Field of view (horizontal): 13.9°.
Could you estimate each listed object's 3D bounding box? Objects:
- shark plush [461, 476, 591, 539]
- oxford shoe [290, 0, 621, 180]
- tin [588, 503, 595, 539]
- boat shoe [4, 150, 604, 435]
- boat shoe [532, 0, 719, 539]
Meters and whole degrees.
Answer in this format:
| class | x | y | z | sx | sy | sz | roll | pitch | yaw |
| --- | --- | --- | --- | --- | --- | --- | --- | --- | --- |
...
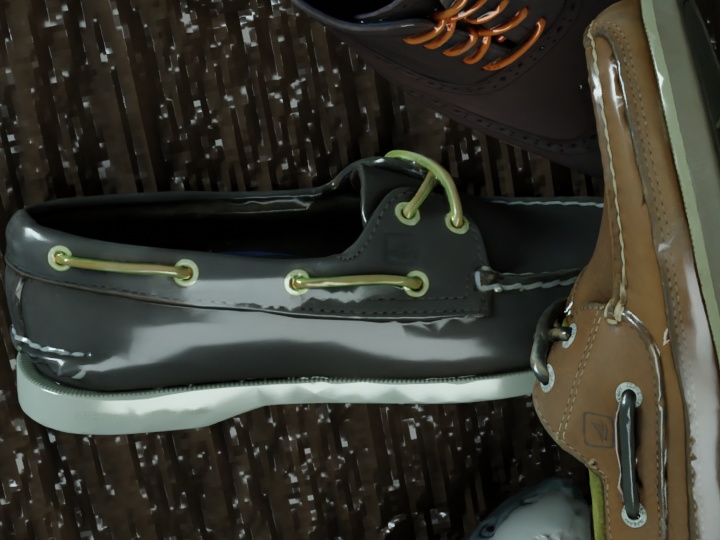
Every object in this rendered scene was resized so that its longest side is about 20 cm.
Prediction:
| class | x | y | z | sx | sy | sz | roll | pitch | yaw |
| --- | --- | --- | --- | --- | --- | --- | --- | --- | --- |
| shark plush | 0.007 | 0.142 | 0.922 | 0.090 | 0.084 | 0.200 | 14 | 141 | -25 |
| oxford shoe | 0.022 | -0.072 | 0.800 | 0.199 | 0.073 | 0.071 | 31 | 113 | -22 |
| tin | 0.130 | 0.149 | 0.943 | 0.112 | 0.042 | 0.200 | -23 | 121 | 27 |
| boat shoe | 0.000 | 0.000 | 0.840 | 0.200 | 0.072 | 0.061 | -8 | 115 | -7 |
| boat shoe | 0.076 | 0.027 | 0.782 | 0.068 | 0.072 | 0.201 | -9 | 100 | 16 |
